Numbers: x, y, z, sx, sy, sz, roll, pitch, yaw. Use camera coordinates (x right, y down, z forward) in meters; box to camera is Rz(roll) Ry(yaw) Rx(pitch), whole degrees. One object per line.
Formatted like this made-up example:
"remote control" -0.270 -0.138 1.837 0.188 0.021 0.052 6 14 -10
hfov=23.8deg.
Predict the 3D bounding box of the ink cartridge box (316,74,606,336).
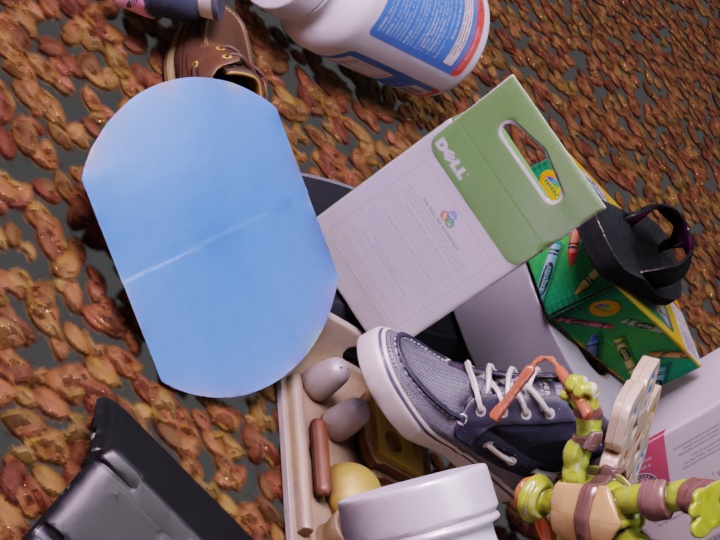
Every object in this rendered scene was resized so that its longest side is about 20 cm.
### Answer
"ink cartridge box" 0.066 -0.039 1.117 0.104 0.200 0.059 56 33 2

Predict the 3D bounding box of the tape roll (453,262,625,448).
"tape roll" 0.140 0.048 1.316 0.201 0.066 0.201 53 20 -29

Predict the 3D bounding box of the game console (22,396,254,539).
"game console" -0.104 0.189 0.914 0.200 0.116 0.176 47 61 -14

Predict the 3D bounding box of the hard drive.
"hard drive" 0.000 0.000 1.227 0.200 0.042 0.135 19 46 -46

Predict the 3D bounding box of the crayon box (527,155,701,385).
"crayon box" 0.186 0.006 1.302 0.200 0.058 0.119 36 32 -54

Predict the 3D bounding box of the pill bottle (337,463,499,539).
"pill bottle" 0.053 0.218 0.967 0.119 0.119 0.201 -7 81 -57

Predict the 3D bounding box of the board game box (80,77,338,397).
"board game box" -0.100 -0.020 1.080 0.158 0.039 0.201 -28 102 -39

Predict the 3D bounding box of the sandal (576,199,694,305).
"sandal" 0.208 -0.017 1.223 0.200 0.048 0.076 5 60 -67

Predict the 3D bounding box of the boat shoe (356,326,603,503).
"boat shoe" 0.084 0.081 1.124 0.200 0.092 0.075 41 31 -46

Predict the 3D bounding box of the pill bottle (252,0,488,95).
"pill bottle" 0.004 -0.218 1.364 0.200 0.112 0.113 18 46 -48

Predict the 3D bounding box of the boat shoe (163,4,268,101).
"boat shoe" -0.092 -0.119 1.187 0.072 0.067 0.201 35 35 -31

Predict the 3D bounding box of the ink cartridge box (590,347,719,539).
"ink cartridge box" 0.307 0.179 1.390 0.200 0.145 0.084 47 31 -15

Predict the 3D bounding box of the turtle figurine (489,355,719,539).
"turtle figurine" 0.151 0.162 1.056 0.064 0.161 0.201 6 94 -47

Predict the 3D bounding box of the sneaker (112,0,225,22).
"sneaker" -0.138 -0.234 1.242 0.200 0.082 0.071 -98 -172 -66

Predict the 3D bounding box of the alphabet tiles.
"alphabet tiles" 0.173 0.163 1.200 0.015 0.201 0.196 17 24 17

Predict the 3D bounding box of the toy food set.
"toy food set" 0.019 0.130 1.107 0.143 0.060 0.201 31 38 -35
